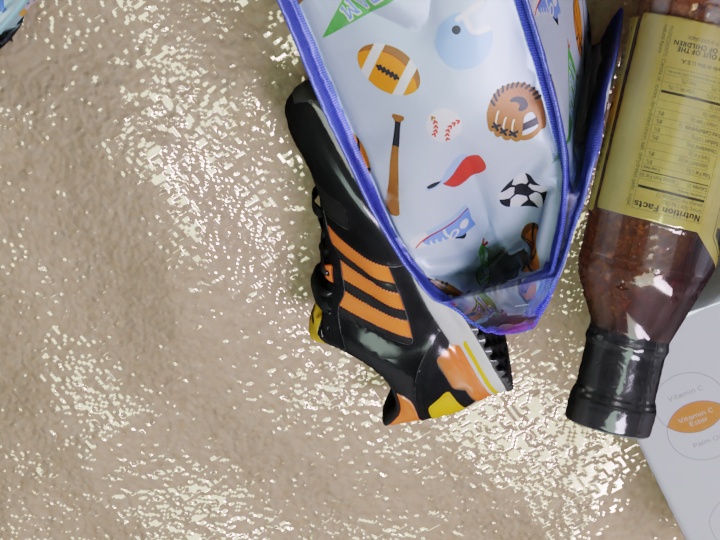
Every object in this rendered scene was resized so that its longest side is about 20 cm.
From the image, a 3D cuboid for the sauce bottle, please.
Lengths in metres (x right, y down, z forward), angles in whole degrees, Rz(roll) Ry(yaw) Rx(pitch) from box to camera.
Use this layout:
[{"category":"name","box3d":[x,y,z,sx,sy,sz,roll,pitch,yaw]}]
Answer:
[{"category":"sauce bottle","box3d":[0.133,-0.027,0.763,0.065,0.066,0.203,13,97,-1]}]

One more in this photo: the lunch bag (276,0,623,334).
[{"category":"lunch bag","box3d":[0.052,-0.096,0.759,0.122,0.171,0.202,-12,116,18]}]

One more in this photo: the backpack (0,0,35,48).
[{"category":"backpack","box3d":[-0.229,-0.161,0.772,0.200,0.151,0.178,-40,107,19]}]

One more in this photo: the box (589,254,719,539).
[{"category":"box","box3d":[0.222,0.063,0.861,0.151,0.107,0.201,-21,115,17]}]

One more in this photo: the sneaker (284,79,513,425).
[{"category":"sneaker","box3d":[0.000,0.000,0.872,0.089,0.070,0.201,-27,115,16]}]
